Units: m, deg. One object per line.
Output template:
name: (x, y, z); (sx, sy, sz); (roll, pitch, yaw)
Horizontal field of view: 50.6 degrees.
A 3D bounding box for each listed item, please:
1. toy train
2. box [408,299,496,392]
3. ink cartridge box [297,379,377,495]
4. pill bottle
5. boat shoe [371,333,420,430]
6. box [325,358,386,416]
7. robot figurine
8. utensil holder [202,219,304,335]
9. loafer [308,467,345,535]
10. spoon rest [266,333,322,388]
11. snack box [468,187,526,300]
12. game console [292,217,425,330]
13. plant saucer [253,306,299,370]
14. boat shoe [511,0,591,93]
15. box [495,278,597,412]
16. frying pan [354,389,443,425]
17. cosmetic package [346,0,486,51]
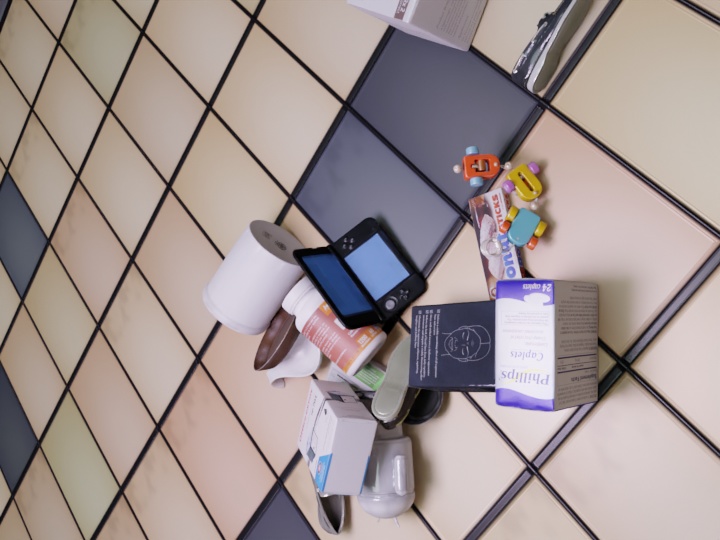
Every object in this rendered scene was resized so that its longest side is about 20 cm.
toy train: (0.246, -0.121, 1.340); (0.149, 0.056, 0.201); (-9, 80, -3)
box: (0.196, 0.138, 1.351); (0.199, 0.107, 0.149); (-6, 75, 39)
ink cartridge box: (-0.048, 0.312, 1.448); (0.200, 0.085, 0.147); (-145, 66, -67)
pill bottle: (-0.055, 0.105, 1.504); (0.200, 0.112, 0.112); (41, 114, 9)
boat shoe: (0.083, 0.205, 1.437); (0.071, 0.061, 0.202); (15, 56, 29)
box: (-0.018, 0.269, 1.582); (0.144, 0.036, 0.201); (30, 108, 36)
robot figurine: (0.046, 0.388, 1.470); (0.169, 0.112, 0.201); (158, 109, -68)
utensil holder: (-0.228, 0.014, 1.687); (0.200, 0.170, 0.170); (-52, 58, 21)
loafer: (-0.063, 0.444, 1.572); (0.070, 0.070, 0.201); (-177, 76, -67)
spoon rest: (-0.147, 0.202, 1.656); (0.200, 0.060, 0.100); (-45, 62, 41)
snack box: (0.251, -0.044, 1.382); (0.072, 0.024, 0.201); (-19, 75, 36)
game console: (0.000, 0.000, 1.478); (0.176, 0.116, 0.200); (-37, 70, 0)
plant saucer: (-0.168, 0.134, 1.653); (0.201, 0.034, 0.201); (-53, 16, 22)
boat shoe: (0.326, -0.408, 1.308); (0.060, 0.075, 0.201); (40, 111, 28)
box: (0.302, 0.117, 1.227); (0.104, 0.183, 0.201); (-2, 86, 38)
frying pan: (0.078, 0.257, 1.477); (0.189, 0.031, 0.115); (-28, 59, 20)
cosmetic package: (0.116, -0.526, 1.408); (0.165, 0.199, 0.166); (31, 106, 36)
